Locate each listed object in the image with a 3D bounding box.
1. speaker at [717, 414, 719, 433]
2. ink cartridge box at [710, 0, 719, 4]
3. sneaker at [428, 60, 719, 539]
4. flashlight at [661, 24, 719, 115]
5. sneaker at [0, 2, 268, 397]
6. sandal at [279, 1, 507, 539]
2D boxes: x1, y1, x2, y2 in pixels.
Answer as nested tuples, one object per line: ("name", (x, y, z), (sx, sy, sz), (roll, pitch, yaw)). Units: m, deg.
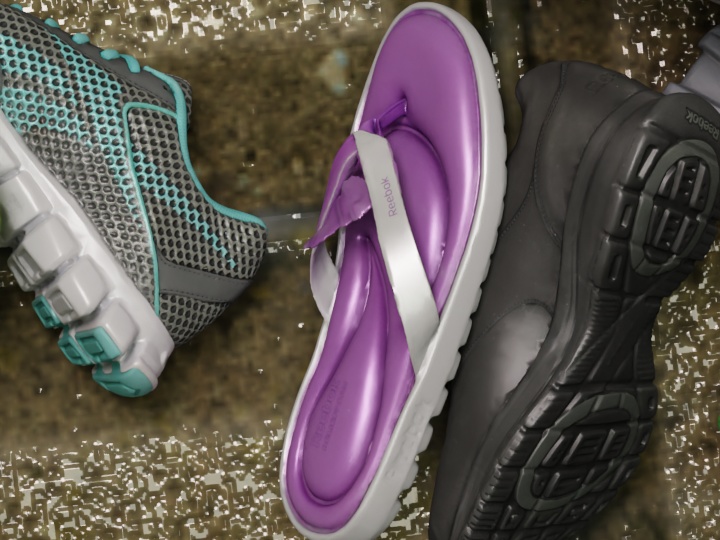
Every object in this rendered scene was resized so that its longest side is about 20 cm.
("speaker", (0.211, 0.123, 1.008), (0.088, 0.088, 0.201), (-30, 90, -4))
("ink cartridge box", (0.105, -0.150, 0.967), (0.199, 0.145, 0.085), (24, 96, 6))
("sneaker", (0.067, 0.017, 1.014), (0.076, 0.091, 0.201), (8, 109, -46))
("flashlight", (0.199, -0.013, 0.990), (0.200, 0.068, 0.068), (35, 111, 21))
("sneaker", (-0.108, -0.056, 1.011), (0.091, 0.078, 0.201), (-33, 94, -20))
("sandal", (0.005, 0.001, 0.998), (0.050, 0.082, 0.204), (12, 88, -42))
